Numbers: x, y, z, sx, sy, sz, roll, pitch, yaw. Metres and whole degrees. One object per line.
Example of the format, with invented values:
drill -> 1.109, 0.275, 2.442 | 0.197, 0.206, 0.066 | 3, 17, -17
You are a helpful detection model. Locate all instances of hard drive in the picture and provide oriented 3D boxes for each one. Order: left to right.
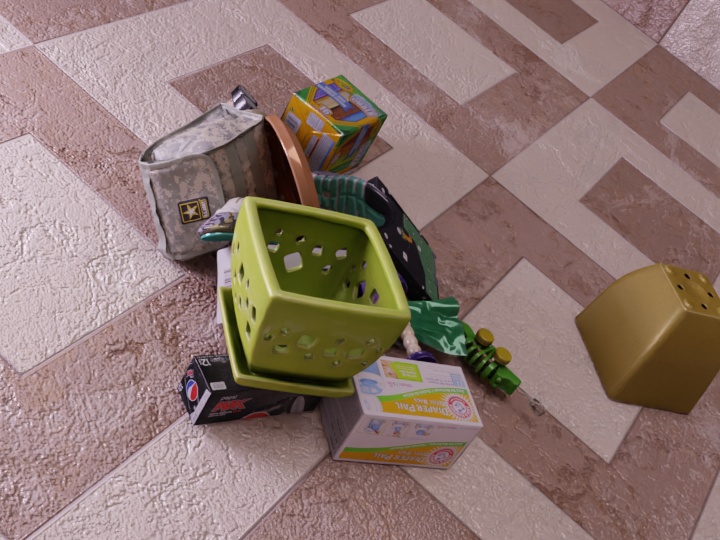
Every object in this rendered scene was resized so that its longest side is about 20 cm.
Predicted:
hard drive -> 0.064, -0.038, 1.768 | 0.200, 0.037, 0.141 | 49, 27, -35

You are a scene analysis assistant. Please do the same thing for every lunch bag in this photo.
lunch bag -> -0.225, -0.125, 1.586 | 0.117, 0.166, 0.199 | 22, 45, 36

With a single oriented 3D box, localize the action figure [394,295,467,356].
action figure -> 0.064, 0.083, 1.697 | 0.197, 0.055, 0.119 | 8, 44, -21

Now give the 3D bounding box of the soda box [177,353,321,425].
soda box -> -0.139, 0.152, 1.444 | 0.198, 0.071, 0.064 | -1, 46, -39

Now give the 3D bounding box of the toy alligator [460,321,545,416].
toy alligator -> 0.211, 0.159, 1.716 | 0.054, 0.060, 0.200 | -18, 60, -47

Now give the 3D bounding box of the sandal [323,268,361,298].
sandal -> -0.007, 0.083, 1.562 | 0.076, 0.043, 0.202 | -37, 106, -33

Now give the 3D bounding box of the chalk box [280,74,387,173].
chalk box -> -0.045, -0.258, 1.949 | 0.124, 0.126, 0.199 | 42, 38, 13

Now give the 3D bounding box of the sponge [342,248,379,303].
sponge -> 0.000, 0.000, 1.651 | 0.029, 0.113, 0.201 | -11, 32, -15

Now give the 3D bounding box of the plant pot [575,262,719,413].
plant pot -> 0.535, 0.103, 1.911 | 0.193, 0.201, 0.196 | 13, 40, -27

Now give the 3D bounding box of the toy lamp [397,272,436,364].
toy lamp -> 0.062, 0.071, 1.629 | 0.057, 0.059, 0.202 | 8, 41, -31

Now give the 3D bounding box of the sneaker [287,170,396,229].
sneaker -> -0.015, -0.122, 1.681 | 0.198, 0.076, 0.087 | 21, 26, 29

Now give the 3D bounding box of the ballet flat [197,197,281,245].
ballet flat -> -0.166, -0.068, 1.551 | 0.072, 0.072, 0.199 | 52, 20, 25

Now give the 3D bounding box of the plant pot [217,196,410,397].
plant pot -> -0.076, 0.047, 1.399 | 0.197, 0.183, 0.200 | 11, 37, -26

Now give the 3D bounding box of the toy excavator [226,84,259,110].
toy excavator -> -0.163, -0.188, 1.798 | 0.200, 0.100, 0.195 | 45, 10, -23

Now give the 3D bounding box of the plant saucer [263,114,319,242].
plant saucer -> -0.100, -0.133, 1.603 | 0.032, 0.202, 0.202 | -18, 54, -13

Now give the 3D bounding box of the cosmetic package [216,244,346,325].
cosmetic package -> -0.105, 0.024, 1.575 | 0.197, 0.081, 0.115 | 6, 79, -36

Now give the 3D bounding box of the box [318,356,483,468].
box -> 0.055, 0.197, 1.515 | 0.197, 0.102, 0.113 | 10, 41, -29

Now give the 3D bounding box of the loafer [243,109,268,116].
loafer -> -0.233, -0.201, 1.701 | 0.076, 0.198, 0.068 | 59, -4, 6
